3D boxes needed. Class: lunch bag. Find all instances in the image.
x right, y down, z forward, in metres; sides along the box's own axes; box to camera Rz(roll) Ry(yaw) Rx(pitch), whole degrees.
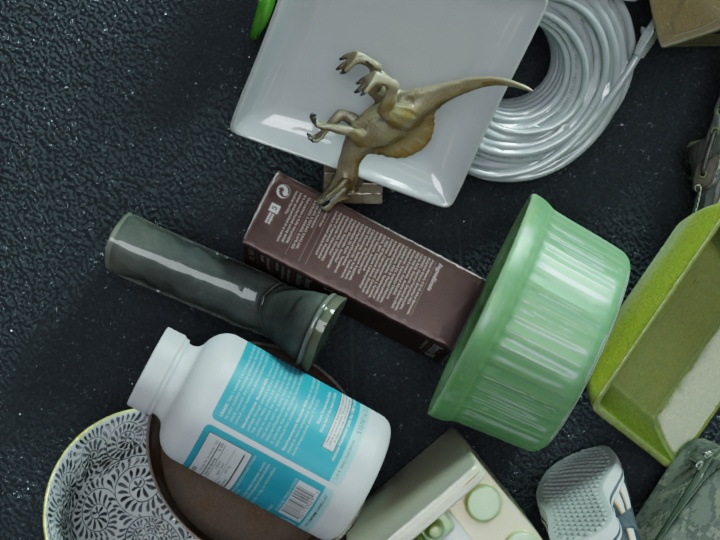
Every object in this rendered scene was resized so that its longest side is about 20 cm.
[{"bbox_3d":[0.306,0.251,1.075,0.139,0.168,0.201,36,89,-11],"label":"lunch bag"}]

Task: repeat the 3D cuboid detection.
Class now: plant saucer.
[{"bbox_3d":[0.271,0.052,1.098,0.048,0.199,0.201,34,89,39],"label":"plant saucer"},{"bbox_3d":[-0.088,0.157,1.108,0.198,0.035,0.202,12,55,-17],"label":"plant saucer"}]

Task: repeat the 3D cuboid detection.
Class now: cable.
[{"bbox_3d":[0.131,-0.176,1.099,0.198,0.069,0.201,16,115,-17],"label":"cable"}]

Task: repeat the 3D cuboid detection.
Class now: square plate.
[{"bbox_3d":[0.020,-0.166,1.034,0.198,0.029,0.199,18,119,-12],"label":"square plate"}]

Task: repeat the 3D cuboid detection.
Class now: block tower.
[{"bbox_3d":[-0.003,-0.148,1.093,0.057,0.054,0.202,0,122,-2],"label":"block tower"}]

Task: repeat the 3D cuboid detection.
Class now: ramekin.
[{"bbox_3d":[0.140,0.048,1.065,0.097,0.200,0.202,26,90,3],"label":"ramekin"}]

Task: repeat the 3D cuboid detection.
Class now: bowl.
[{"bbox_3d":[-0.177,0.227,1.104,0.199,0.094,0.203,12,56,-18],"label":"bowl"}]

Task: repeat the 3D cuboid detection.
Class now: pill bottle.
[{"bbox_3d":[-0.083,0.123,1.041,0.199,0.111,0.112,30,90,-5],"label":"pill bottle"}]

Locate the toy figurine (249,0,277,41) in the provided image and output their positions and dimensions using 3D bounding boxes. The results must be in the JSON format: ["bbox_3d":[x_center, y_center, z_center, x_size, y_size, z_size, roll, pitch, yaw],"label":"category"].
[{"bbox_3d":[0.019,-0.266,1.116,0.182,0.150,0.202,17,105,-9],"label":"toy figurine"}]

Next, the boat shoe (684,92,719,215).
[{"bbox_3d":[0.317,-0.097,1.140,0.064,0.073,0.202,25,98,25],"label":"boat shoe"}]

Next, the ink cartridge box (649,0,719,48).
[{"bbox_3d":[0.295,-0.292,1.085,0.075,0.164,0.202,-14,90,42],"label":"ink cartridge box"}]

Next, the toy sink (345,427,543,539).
[{"bbox_3d":[0.071,0.224,1.066,0.130,0.200,0.112,-40,91,-1],"label":"toy sink"}]

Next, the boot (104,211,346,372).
[{"bbox_3d":[-0.116,0.010,1.085,0.199,0.182,0.073,32,78,-4],"label":"boot"}]

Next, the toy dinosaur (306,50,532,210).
[{"bbox_3d":[0.027,-0.127,1.021,0.199,0.059,0.101,-32,132,26],"label":"toy dinosaur"}]

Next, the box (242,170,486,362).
[{"bbox_3d":[0.000,0.000,1.115,0.198,0.100,0.076,26,79,1],"label":"box"}]

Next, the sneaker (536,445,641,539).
[{"bbox_3d":[0.191,0.215,1.075,0.078,0.200,0.080,-23,100,15],"label":"sneaker"}]
